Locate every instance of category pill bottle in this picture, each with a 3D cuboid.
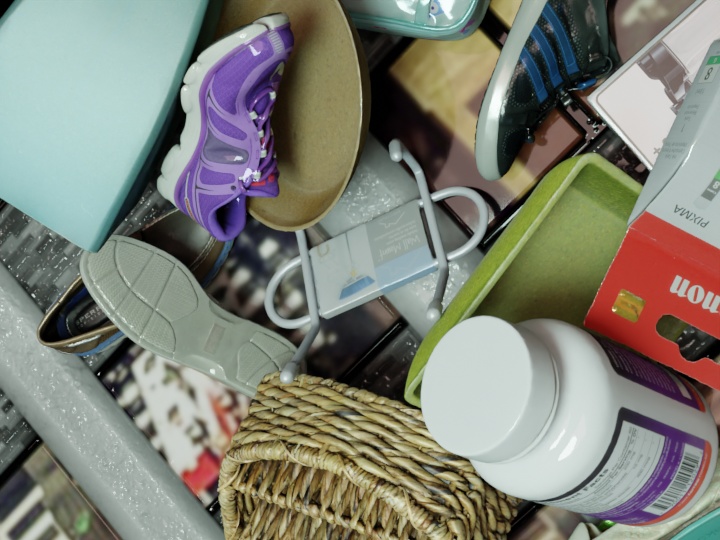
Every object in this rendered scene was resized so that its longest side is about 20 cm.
[{"bbox_3d":[0.133,0.095,0.663,0.111,0.199,0.112,-21,58,39],"label":"pill bottle"}]

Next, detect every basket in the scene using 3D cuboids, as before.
[{"bbox_3d":[-0.007,0.173,0.735,0.199,0.143,0.150,14,64,30],"label":"basket"}]

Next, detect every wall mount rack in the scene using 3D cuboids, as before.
[{"bbox_3d":[0.000,0.000,0.779,0.199,0.075,0.175,-25,53,18],"label":"wall mount rack"}]

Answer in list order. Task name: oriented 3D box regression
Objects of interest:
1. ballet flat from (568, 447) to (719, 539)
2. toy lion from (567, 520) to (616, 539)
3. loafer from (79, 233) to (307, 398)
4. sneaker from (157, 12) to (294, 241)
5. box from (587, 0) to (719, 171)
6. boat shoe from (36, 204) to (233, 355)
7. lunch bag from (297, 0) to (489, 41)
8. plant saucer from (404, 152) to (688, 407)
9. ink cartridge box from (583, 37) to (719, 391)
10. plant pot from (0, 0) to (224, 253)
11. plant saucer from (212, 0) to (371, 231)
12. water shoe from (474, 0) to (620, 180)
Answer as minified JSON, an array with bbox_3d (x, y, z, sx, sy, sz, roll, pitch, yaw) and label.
[{"bbox_3d":[0.191,0.196,0.747,0.199,0.067,0.063,-34,42,9],"label":"ballet flat"},{"bbox_3d":[0.234,0.270,0.768,0.199,0.069,0.193,-20,81,18],"label":"toy lion"},{"bbox_3d":[-0.137,0.046,0.826,0.199,0.063,0.072,34,70,-13],"label":"loafer"},{"bbox_3d":[-0.080,-0.098,0.748,0.083,0.080,0.200,46,141,15],"label":"sneaker"},{"bbox_3d":[0.270,-0.141,0.718,0.200,0.060,0.117,-41,82,17],"label":"box"},{"bbox_3d":[-0.188,0.010,0.870,0.200,0.072,0.072,-41,81,16],"label":"boat shoe"},{"bbox_3d":[0.039,-0.277,0.772,0.159,0.077,0.202,14,100,17],"label":"lunch bag"},{"bbox_3d":[0.142,0.025,0.730,0.200,0.199,0.048,-54,41,14],"label":"plant saucer"},{"bbox_3d":[0.254,-0.022,0.658,0.160,0.050,0.201,25,90,-11],"label":"ink cartridge box"},{"bbox_3d":[-0.189,-0.148,0.763,0.141,0.141,0.200,33,108,-10],"label":"plant pot"},{"bbox_3d":[-0.051,-0.131,0.773,0.200,0.035,0.202,16,111,48],"label":"plant saucer"},{"bbox_3d":[0.144,-0.153,0.752,0.078,0.071,0.201,22,101,13],"label":"water shoe"}]
